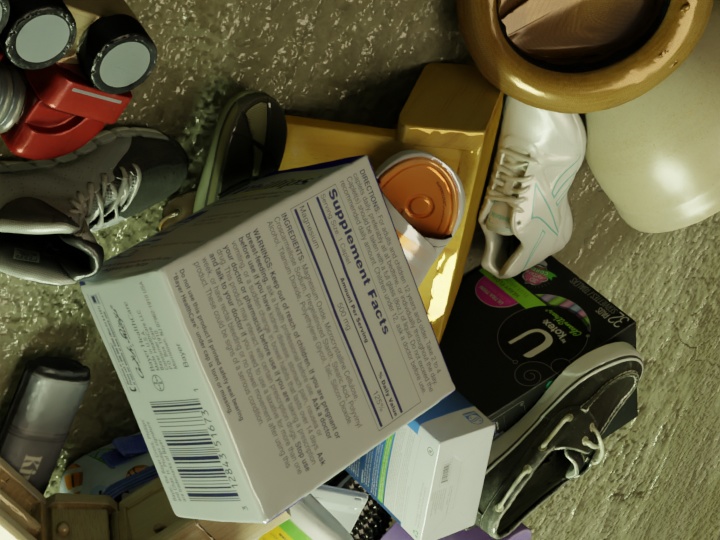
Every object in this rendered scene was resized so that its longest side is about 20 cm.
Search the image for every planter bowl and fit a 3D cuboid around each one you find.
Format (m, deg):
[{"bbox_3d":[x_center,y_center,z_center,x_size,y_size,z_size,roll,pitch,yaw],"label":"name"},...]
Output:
[{"bbox_3d":[0.254,-0.150,1.482,0.200,0.200,0.135,-47,113,-3],"label":"planter bowl"}]

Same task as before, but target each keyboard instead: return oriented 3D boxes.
[{"bbox_3d":[-0.070,0.193,1.461,0.200,0.011,0.056,18,107,-46],"label":"keyboard"}]

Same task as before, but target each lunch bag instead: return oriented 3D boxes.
[{"bbox_3d":[-0.146,0.189,1.448,0.200,0.076,0.161,-23,131,-29],"label":"lunch bag"}]

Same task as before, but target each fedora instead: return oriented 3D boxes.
[{"bbox_3d":[0.170,-0.220,1.390,0.200,0.082,0.201,0,104,-1],"label":"fedora"}]

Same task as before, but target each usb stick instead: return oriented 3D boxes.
[{"bbox_3d":[-0.257,0.153,1.349,0.055,0.033,0.201,8,115,-42],"label":"usb stick"}]

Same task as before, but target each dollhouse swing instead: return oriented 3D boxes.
[{"bbox_3d":[0.003,-0.060,1.424,0.182,0.175,0.201,-66,168,-59],"label":"dollhouse swing"}]

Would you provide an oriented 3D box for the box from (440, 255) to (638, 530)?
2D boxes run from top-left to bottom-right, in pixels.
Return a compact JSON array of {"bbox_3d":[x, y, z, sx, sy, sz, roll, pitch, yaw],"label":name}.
[{"bbox_3d":[0.119,0.096,1.557,0.200,0.148,0.125,-30,136,-21],"label":"box"}]

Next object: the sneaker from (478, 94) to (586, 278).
[{"bbox_3d":[0.138,-0.072,1.491,0.080,0.070,0.201,-40,144,-33],"label":"sneaker"}]

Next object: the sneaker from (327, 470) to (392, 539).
[{"bbox_3d":[-0.050,0.231,1.578,0.200,0.090,0.070,-43,120,-47],"label":"sneaker"}]

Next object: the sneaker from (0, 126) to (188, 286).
[{"bbox_3d":[-0.183,-0.033,1.210,0.199,0.115,0.075,-16,128,-33],"label":"sneaker"}]

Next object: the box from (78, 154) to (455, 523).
[{"bbox_3d":[-0.060,0.044,1.230,0.200,0.105,0.185,-31,105,-39],"label":"box"}]

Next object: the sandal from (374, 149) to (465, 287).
[{"bbox_3d":[0.007,0.005,1.340,0.079,0.059,0.207,31,116,-15],"label":"sandal"}]

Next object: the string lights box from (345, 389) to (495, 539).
[{"bbox_3d":[0.017,0.115,1.439,0.059,0.200,0.103,-15,129,-33],"label":"string lights box"}]

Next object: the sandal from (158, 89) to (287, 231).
[{"bbox_3d":[-0.111,-0.040,1.319,0.080,0.057,0.202,3,111,-55],"label":"sandal"}]

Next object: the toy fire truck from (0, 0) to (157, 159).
[{"bbox_3d":[-0.241,-0.098,1.119,0.176,0.129,0.200,12,122,-47],"label":"toy fire truck"}]

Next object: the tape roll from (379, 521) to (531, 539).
[{"bbox_3d":[0.064,0.290,1.654,0.200,0.085,0.200,-45,161,-20],"label":"tape roll"}]

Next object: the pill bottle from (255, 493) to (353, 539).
[{"bbox_3d":[-0.107,0.250,1.380,0.200,0.111,0.111,-47,140,0],"label":"pill bottle"}]

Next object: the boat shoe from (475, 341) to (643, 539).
[{"bbox_3d":[0.166,0.142,1.470,0.200,0.064,0.071,-42,137,-10],"label":"boat shoe"}]

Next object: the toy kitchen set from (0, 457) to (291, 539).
[{"bbox_3d":[-0.174,0.177,1.255,0.200,0.163,0.181,-33,124,11],"label":"toy kitchen set"}]
